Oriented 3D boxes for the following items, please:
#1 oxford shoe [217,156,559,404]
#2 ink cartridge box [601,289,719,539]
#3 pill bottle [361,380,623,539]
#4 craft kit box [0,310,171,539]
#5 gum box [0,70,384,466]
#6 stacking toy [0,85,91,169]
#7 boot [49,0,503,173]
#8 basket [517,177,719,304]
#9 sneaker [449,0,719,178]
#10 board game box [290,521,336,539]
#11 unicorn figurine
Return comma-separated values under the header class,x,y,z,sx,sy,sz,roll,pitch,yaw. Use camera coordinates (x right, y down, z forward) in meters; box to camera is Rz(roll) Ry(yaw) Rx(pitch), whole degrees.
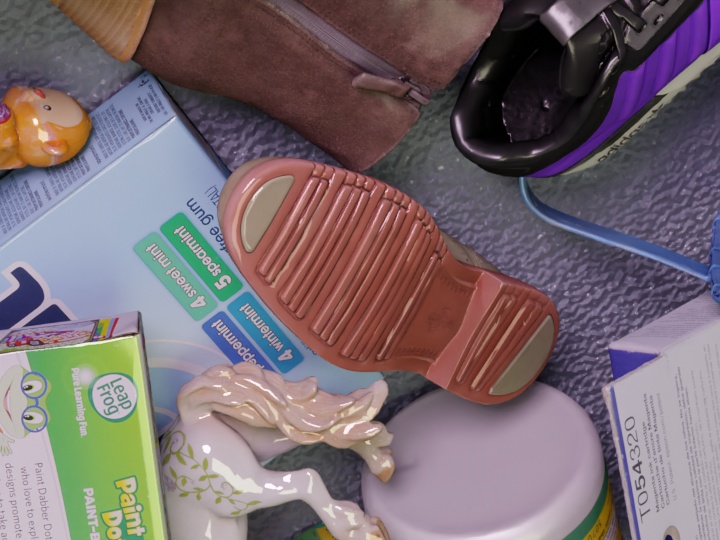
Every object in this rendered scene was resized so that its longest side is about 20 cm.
class,x,y,z,sx,sy,sz,roll,pitch,yaw
oxford shoe,0.000,0.000,0.799,0.071,0.074,0.200,-56,139,1
ink cartridge box,0.161,0.113,0.868,0.200,0.043,0.197,-21,104,-47
pill bottle,0.074,0.158,0.927,0.112,0.113,0.201,-23,127,-9
craft kit box,-0.167,0.127,0.751,0.197,0.049,0.201,-6,102,-2
gum box,-0.115,0.042,0.815,0.200,0.045,0.170,-35,128,2
stacking toy,-0.188,-0.038,0.709,0.199,0.116,0.110,-14,128,-28
boot,-0.015,-0.142,0.710,0.166,0.072,0.200,27,122,-19
basket,0.186,-0.068,0.828,0.199,0.139,0.177,25,112,3
sneaker,0.105,-0.105,0.748,0.200,0.070,0.099,-51,161,28
board game box,-0.015,0.192,0.854,0.095,0.200,0.030,-31,127,-2
unicorn figurine,-0.066,0.123,0.824,0.137,0.074,0.201,12,102,-15
